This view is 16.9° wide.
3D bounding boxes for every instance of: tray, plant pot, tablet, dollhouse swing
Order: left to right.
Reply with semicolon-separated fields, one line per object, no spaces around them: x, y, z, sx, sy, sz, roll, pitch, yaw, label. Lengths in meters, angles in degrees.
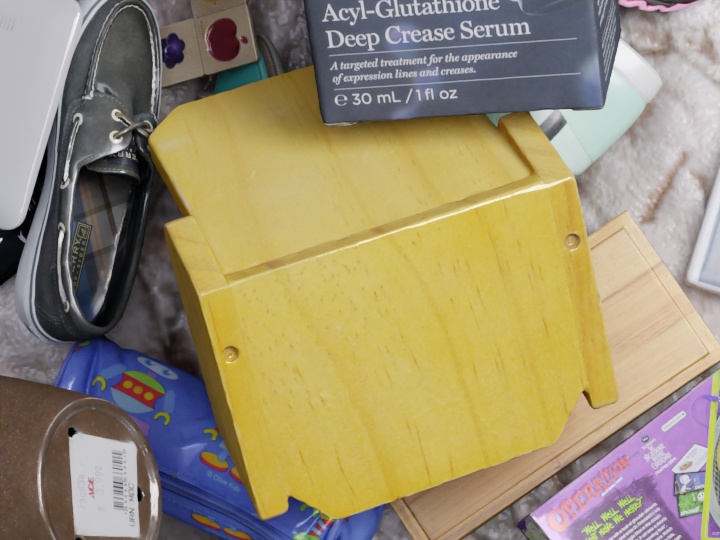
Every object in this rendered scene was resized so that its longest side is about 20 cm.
-0.251;-0.108;1.339;0.199;0.014;0.131;17;92;26;tablet
-0.206;0.125;1.240;0.199;0.187;0.188;-13;81;33;plant pot
0.000;0.000;1.281;0.199;0.176;0.182;-19;112;-12;dollhouse swing
0.093;0.064;1.345;0.200;0.037;0.099;-34;82;0;tray

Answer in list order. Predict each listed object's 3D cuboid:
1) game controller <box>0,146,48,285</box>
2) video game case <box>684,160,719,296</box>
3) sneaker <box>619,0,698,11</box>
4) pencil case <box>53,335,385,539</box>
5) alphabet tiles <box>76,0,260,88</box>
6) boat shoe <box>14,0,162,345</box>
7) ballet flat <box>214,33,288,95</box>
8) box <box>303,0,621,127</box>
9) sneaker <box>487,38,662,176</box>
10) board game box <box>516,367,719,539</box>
-0.248;-0.083;1.381;0.104;0.042;0.200;-41;79;13;game controller
0.296;-0.060;1.355;0.181;0.023;0.201;17;85;5;video game case
0.144;-0.215;1.308;0.095;0.200;0.079;-26;43;37;sneaker
-0.085;0.105;1.316;0.199;0.087;0.078;24;125;13;pencil case
-0.151;-0.195;1.380;0.166;0.008;0.201;-13;82;19;alphabet tiles
-0.137;-0.057;1.314;0.068;0.057;0.201;15;82;-38;boat shoe
-0.045;-0.035;1.352;0.064;0.067;0.201;15;61;-35;ballet flat
0.047;-0.187;1.223;0.148;0.107;0.201;-3;115;12;box
0.056;-0.122;1.351;0.200;0.074;0.118;39;90;8;sneaker
0.194;0.126;1.301;0.200;0.032;0.120;-34;86;-24;board game box
